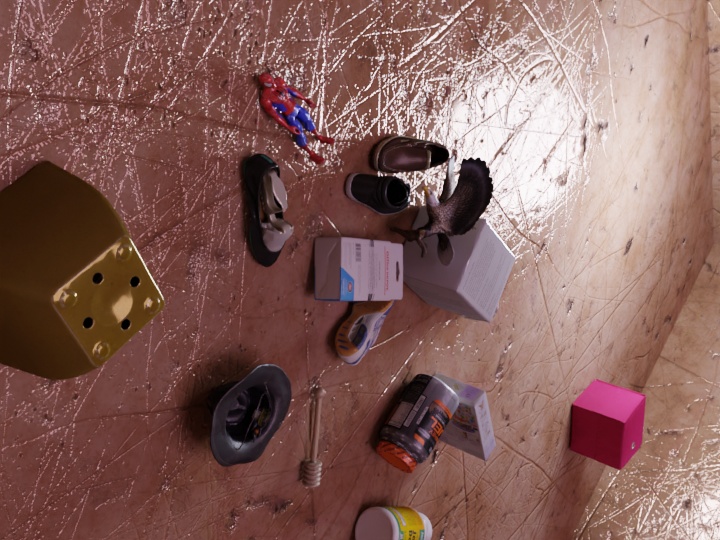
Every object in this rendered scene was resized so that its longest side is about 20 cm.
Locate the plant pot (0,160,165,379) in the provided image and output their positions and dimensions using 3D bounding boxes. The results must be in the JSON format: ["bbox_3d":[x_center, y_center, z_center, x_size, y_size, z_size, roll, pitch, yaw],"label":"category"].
[{"bbox_3d":[-0.352,0.013,0.943,0.196,0.199,0.195,-47,136,-32],"label":"plant pot"}]

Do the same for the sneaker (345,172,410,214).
[{"bbox_3d":[0.065,-0.141,1.517,0.199,0.099,0.071,10,94,-55],"label":"sneaker"}]

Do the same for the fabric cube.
[{"bbox_3d":[0.869,0.536,2.752,0.196,0.199,0.201,-29,125,-42],"label":"fabric cube"}]

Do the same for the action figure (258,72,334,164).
[{"bbox_3d":[-0.108,-0.256,1.291,0.066,0.051,0.200,-60,139,-12],"label":"action figure"}]

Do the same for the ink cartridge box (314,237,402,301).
[{"bbox_3d":[0.000,0.000,1.493,0.199,0.067,0.117,3,87,-53],"label":"ink cartridge box"}]

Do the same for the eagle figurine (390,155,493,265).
[{"bbox_3d":[0.171,-0.128,1.561,0.200,0.152,0.151,-43,156,-11],"label":"eagle figurine"}]

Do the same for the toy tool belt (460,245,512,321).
[{"bbox_3d":[0.294,0.020,1.889,0.123,0.124,0.202,-39,145,-81],"label":"toy tool belt"}]

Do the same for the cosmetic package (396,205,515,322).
[{"bbox_3d":[0.207,-0.013,1.698,0.200,0.165,0.168,40,71,-52],"label":"cosmetic package"}]

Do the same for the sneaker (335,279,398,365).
[{"bbox_3d":[0.013,0.099,1.581,0.200,0.075,0.088,-53,156,-23],"label":"sneaker"}]

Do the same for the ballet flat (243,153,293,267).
[{"bbox_3d":[-0.149,-0.090,1.280,0.068,0.068,0.202,-35,129,-41],"label":"ballet flat"}]

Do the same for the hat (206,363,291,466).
[{"bbox_3d":[-0.206,0.231,1.323,0.200,0.080,0.202,-38,139,-42],"label":"hat"}]

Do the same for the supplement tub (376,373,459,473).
[{"bbox_3d":[0.126,0.344,1.765,0.201,0.122,0.123,-55,140,-23],"label":"supplement tub"}]

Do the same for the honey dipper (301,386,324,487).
[{"bbox_3d":[-0.090,0.328,1.550,0.038,0.038,0.202,-9,107,-51],"label":"honey dipper"}]

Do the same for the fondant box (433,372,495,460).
[{"bbox_3d":[0.244,0.356,1.906,0.058,0.143,0.201,-45,135,-32],"label":"fondant box"}]

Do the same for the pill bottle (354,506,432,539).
[{"bbox_3d":[0.084,0.606,1.818,0.200,0.112,0.114,24,84,-54],"label":"pill bottle"}]

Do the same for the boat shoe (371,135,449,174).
[{"bbox_3d":[0.107,-0.231,1.557,0.202,0.074,0.075,-20,119,-48],"label":"boat shoe"}]
